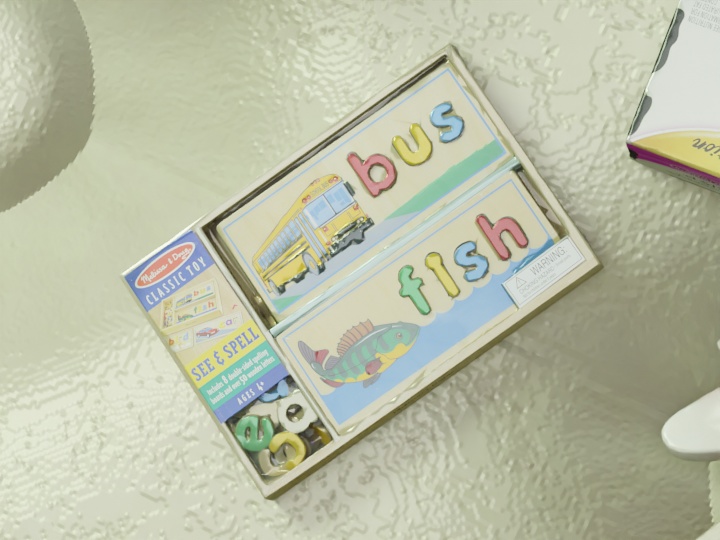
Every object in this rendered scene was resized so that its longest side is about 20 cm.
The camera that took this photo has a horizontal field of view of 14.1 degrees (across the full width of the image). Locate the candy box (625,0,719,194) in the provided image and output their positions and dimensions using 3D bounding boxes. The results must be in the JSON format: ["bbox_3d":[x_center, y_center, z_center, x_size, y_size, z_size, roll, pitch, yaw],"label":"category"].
[{"bbox_3d":[0.221,-0.125,1.360,0.136,0.061,0.201,20,88,9],"label":"candy box"}]

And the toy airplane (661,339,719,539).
[{"bbox_3d":[0.216,0.111,1.295,0.198,0.141,0.201,13,86,10],"label":"toy airplane"}]

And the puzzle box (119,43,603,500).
[{"bbox_3d":[0.000,0.000,1.397,0.200,0.025,0.133,-36,79,3],"label":"puzzle box"}]
